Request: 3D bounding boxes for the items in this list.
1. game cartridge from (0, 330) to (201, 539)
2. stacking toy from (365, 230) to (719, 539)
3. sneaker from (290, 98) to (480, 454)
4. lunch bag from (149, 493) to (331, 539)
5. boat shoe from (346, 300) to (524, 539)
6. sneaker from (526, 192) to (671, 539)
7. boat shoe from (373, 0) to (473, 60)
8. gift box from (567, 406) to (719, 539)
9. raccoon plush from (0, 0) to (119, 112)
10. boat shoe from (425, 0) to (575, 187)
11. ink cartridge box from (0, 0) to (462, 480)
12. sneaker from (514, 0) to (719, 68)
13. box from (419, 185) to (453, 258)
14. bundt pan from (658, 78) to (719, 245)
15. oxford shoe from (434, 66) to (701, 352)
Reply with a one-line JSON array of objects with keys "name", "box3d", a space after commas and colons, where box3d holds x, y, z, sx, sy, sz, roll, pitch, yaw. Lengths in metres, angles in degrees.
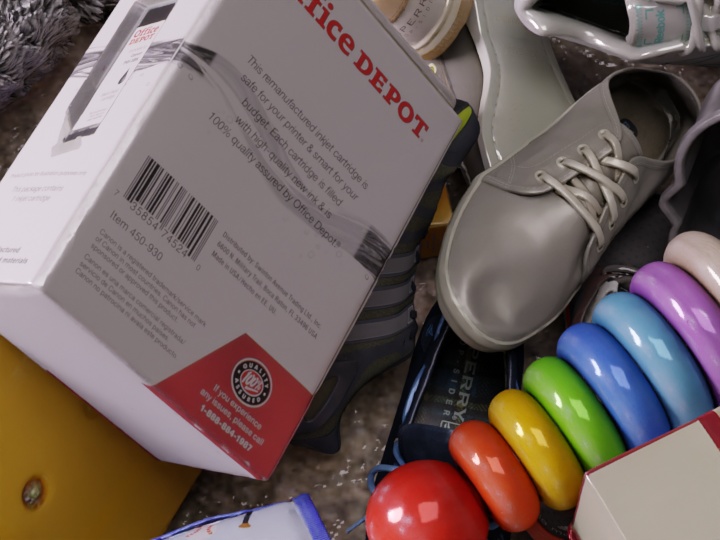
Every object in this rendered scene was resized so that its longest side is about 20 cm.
[{"name": "game cartridge", "box3d": [-0.132, 0.058, 0.784, 0.032, 0.176, 0.200, 10, 58, 36]}, {"name": "stacking toy", "box3d": [0.089, 0.067, 0.751, 0.200, 0.085, 0.085, -32, 67, -6]}, {"name": "sneaker", "box3d": [0.000, 0.000, 0.846, 0.074, 0.081, 0.200, 17, 67, 52]}, {"name": "lunch bag", "box3d": [-0.067, 0.209, 0.717, 0.169, 0.124, 0.201, -16, 74, -12]}, {"name": "boat shoe", "box3d": [0.037, 0.089, 0.824, 0.084, 0.069, 0.201, 3, 63, 1]}, {"name": "sneaker", "box3d": [0.133, 0.040, 0.843, 0.077, 0.082, 0.201, 14, 64, 6]}, {"name": "boat shoe", "box3d": [-0.012, -0.191, 0.936, 0.074, 0.069, 0.200, -56, 46, 18]}, {"name": "gift box", "box3d": [0.213, 0.151, 0.732, 0.199, 0.185, 0.187, -25, 64, -7]}, {"name": "raccoon plush", "box3d": [-0.177, -0.106, 0.913, 0.199, 0.097, 0.134, -12, 71, -7]}, {"name": "boat shoe", "box3d": [0.072, -0.087, 0.920, 0.072, 0.060, 0.202, 7, 61, -33]}, {"name": "ink cartridge box", "box3d": [-0.062, -0.034, 0.745, 0.083, 0.147, 0.200, 2, 55, 48]}, {"name": "sneaker", "box3d": [0.172, -0.127, 0.861, 0.200, 0.071, 0.080, 6, 23, 22]}, {"name": "box", "box3d": [-0.059, -0.052, 0.913, 0.199, 0.042, 0.119, -10, 64, -4]}, {"name": "bundt pan", "box3d": [0.249, -0.046, 0.830, 0.201, 0.202, 0.076, 12, 45, 5]}, {"name": "oxford shoe", "box3d": [0.104, -0.038, 0.841, 0.075, 0.058, 0.200, 49, 57, -7]}]
